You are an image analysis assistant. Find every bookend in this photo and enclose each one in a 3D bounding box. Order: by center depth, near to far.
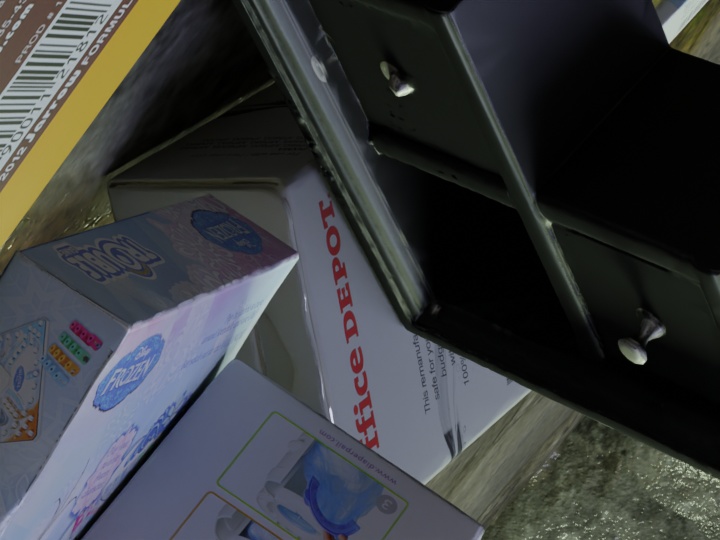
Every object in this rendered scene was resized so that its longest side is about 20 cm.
[{"bbox_3d":[0.076,-0.043,0.896,0.092,0.199,0.199,-46,134,-20],"label":"bookend"}]

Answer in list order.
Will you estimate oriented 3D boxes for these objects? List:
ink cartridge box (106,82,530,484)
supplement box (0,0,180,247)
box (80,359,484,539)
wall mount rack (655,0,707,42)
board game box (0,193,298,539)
[{"bbox_3d":[0.000,0.000,1.063,0.200,0.083,0.145,-36,120,-54],"label":"ink cartridge box"},{"bbox_3d":[-0.114,-0.075,0.399,0.198,0.133,0.200,-52,169,13],"label":"supplement box"},{"bbox_3d":[-0.063,0.146,0.857,0.200,0.101,0.113,-51,171,-39],"label":"box"},{"bbox_3d":[0.125,-0.145,1.313,0.200,0.074,0.174,-48,173,-11],"label":"wall mount rack"},{"bbox_3d":[-0.107,0.076,0.838,0.200,0.043,0.200,-57,173,11],"label":"board game box"}]
